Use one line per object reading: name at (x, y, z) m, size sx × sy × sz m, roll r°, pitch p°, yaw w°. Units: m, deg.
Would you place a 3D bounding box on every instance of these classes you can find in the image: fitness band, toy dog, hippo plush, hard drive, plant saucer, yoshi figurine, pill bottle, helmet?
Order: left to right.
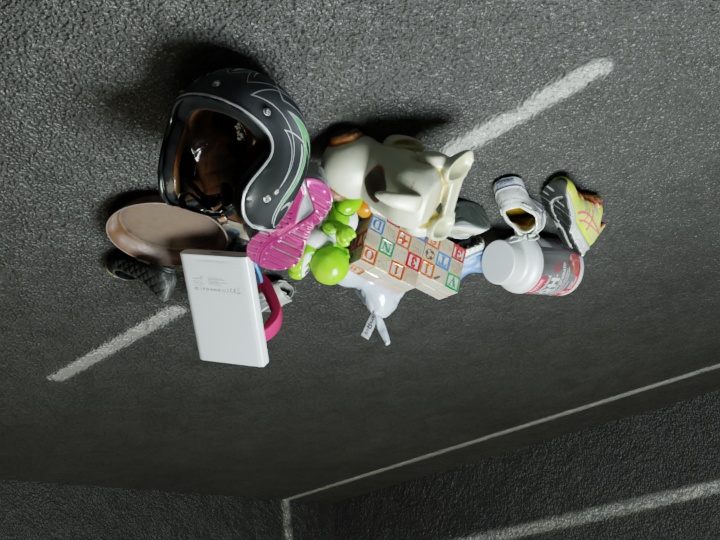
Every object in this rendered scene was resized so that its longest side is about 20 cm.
plant saucer at (-0.319, -0.069, 1.372) m, size 0.198 × 0.035 × 0.201 m, roll -1°, pitch 151°, yaw 0°
hard drive at (-0.230, 0.064, 1.402) m, size 0.131 × 0.202 × 0.027 m, roll 4°, pitch -156°, yaw 23°
helmet at (-0.157, -0.159, 1.068) m, size 0.198 × 0.193 × 0.200 m, roll 15°, pitch -178°, yaw 0°
fitness band at (-0.222, 0.067, 1.521) m, size 0.142 × 0.200 × 0.038 m, roll -13°, pitch 130°, yaw -16°
yoshi figurine at (-0.032, -0.050, 1.308) m, size 0.111 × 0.200 × 0.113 m, roll 6°, pitch 138°, yaw 45°
hippo plush at (0.000, 0.000, 1.504) m, size 0.160 × 0.201 × 0.159 m, roll 34°, pitch 167°, yaw -29°
toy dog at (0.033, -0.128, 1.210) m, size 0.194 × 0.199 × 0.141 m, roll -33°, pitch 140°, yaw -48°
pill bottle at (0.325, -0.011, 1.574) m, size 0.199 × 0.112 × 0.110 m, roll 4°, pitch 154°, yaw -40°

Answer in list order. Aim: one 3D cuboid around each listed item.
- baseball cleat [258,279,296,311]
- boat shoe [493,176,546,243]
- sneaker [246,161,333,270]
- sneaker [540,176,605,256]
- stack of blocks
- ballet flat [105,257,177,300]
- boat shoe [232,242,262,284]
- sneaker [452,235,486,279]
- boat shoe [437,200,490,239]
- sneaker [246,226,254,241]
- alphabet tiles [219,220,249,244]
baseball cleat at (-0.211, 0.053, 1.606) m, size 0.106 × 0.070 × 0.199 m, roll -29°, pitch 172°, yaw 42°
boat shoe at (0.289, -0.087, 1.457) m, size 0.074 × 0.087 × 0.202 m, roll -14°, pitch 156°, yaw 18°
sneaker at (-0.099, -0.080, 1.220) m, size 0.081 × 0.089 × 0.200 m, roll 31°, pitch 127°, yaw -17°
sneaker at (0.385, -0.113, 1.466) m, size 0.090 × 0.078 × 0.200 m, roll -41°, pitch 142°, yaw -2°
stack of blocks at (0.080, -0.020, 1.426) m, size 0.199 × 0.116 × 0.058 m, roll 26°, pitch 154°, yaw -23°
ballet flat at (-0.393, 0.011, 1.449) m, size 0.199 × 0.057 × 0.066 m, roll 9°, pitch 172°, yaw 45°
boat shoe at (-0.215, 0.005, 1.463) m, size 0.068 × 0.085 × 0.200 m, roll -17°, pitch 172°, yaw -12°
sneaker at (0.152, 0.004, 1.587) m, size 0.198 × 0.079 × 0.090 m, roll -16°, pitch 113°, yaw 19°
boat shoe at (0.139, -0.091, 1.429) m, size 0.201 × 0.075 × 0.065 m, roll 6°, pitch 148°, yaw -41°
sneaker at (-0.155, -0.045, 1.365) m, size 0.067 × 0.109 × 0.202 m, roll -4°, pitch 154°, yaw -6°
alphabet tiles at (-0.219, -0.093, 1.394) m, size 0.195 × 0.015 × 0.199 m, roll 16°, pitch 146°, yaw -40°
